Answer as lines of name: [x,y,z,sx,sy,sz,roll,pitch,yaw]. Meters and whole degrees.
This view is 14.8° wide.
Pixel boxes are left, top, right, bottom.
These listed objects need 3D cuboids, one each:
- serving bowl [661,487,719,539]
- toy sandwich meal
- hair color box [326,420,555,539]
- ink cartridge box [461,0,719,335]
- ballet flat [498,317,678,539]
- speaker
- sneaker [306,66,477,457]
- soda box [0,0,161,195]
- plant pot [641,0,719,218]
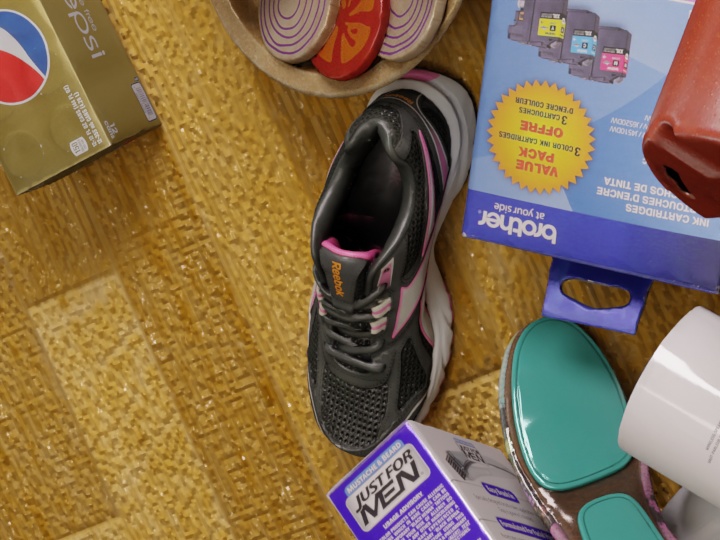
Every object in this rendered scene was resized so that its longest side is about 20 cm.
serving bowl: [0.222,0.187,1.357,0.199,0.066,0.201,6,106,21]
toy sandwich meal: [-0.028,-0.183,1.333,0.204,0.070,0.206,4,96,40]
hair color box: [0.079,0.173,1.349,0.065,0.109,0.200,-41,63,14]
ink cartridge box: [0.128,-0.074,1.327,0.136,0.076,0.201,12,109,20]
ballet flat: [0.116,0.119,1.362,0.069,0.071,0.201,-17,56,-10]
speaker: [0.220,0.097,1.284,0.199,0.081,0.082,30,113,21]
sneaker: [0.000,0.000,1.392,0.080,0.086,0.201,12,108,21]
soda box: [-0.185,-0.147,1.445,0.068,0.064,0.201,-25,92,26]
plant pot: [0.224,-0.104,1.167,0.200,0.201,0.196,25,79,15]
